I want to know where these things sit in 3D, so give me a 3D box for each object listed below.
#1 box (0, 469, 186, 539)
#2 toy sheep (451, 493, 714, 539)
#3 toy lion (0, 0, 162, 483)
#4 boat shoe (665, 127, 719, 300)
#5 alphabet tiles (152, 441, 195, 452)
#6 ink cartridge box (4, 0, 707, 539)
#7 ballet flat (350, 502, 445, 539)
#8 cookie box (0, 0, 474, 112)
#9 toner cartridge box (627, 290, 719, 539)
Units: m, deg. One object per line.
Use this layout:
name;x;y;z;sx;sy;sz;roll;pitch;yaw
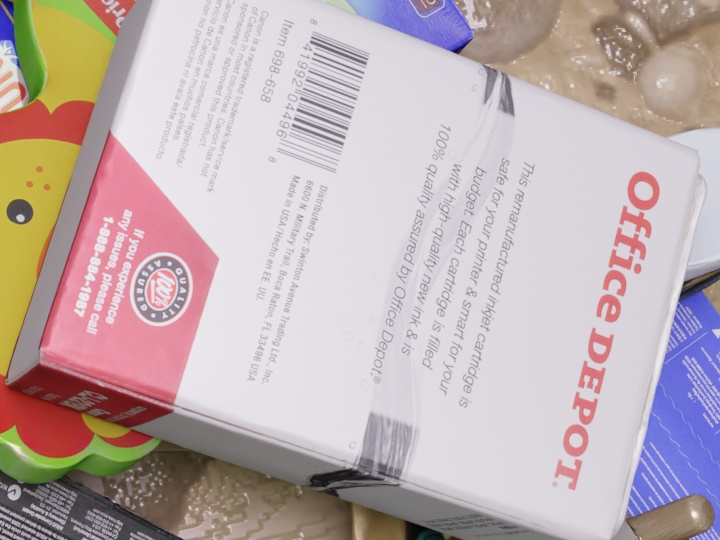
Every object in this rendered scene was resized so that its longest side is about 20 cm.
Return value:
box;-0.151;0.164;0.725;0.200;0.047;0.194;33;74;-35
toy sheep;0.103;0.161;0.755;0.138;0.138;0.200;-38;98;-16
toy lion;-0.115;-0.033;0.711;0.200;0.069;0.192;48;62;-2
boat shoe;0.069;-0.002;0.791;0.200;0.091;0.071;-11;78;3
alphabet tiles;-0.084;-0.022;0.848;0.167;0.008;0.201;1;77;-10
ink cartridge box;0.000;0.000;0.669;0.200;0.084;0.145;20;75;-14
ballet flat;0.008;0.103;0.815;0.063;0.069;0.201;-5;76;17
cookie box;-0.085;-0.109;0.824;0.200;0.075;0.171;-32;87;-15
toner cartridge box;0.116;0.053;0.847;0.095;0.043;0.200;-34;85;-14
